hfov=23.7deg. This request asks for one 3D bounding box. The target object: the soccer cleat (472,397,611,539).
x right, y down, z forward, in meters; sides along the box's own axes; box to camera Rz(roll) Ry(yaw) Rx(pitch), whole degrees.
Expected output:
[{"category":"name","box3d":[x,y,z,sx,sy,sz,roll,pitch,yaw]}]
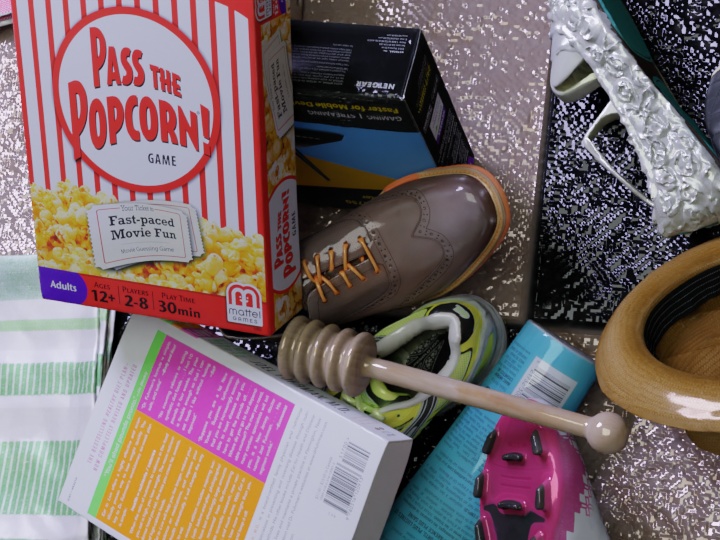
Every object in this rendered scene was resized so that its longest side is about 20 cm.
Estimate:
[{"category":"soccer cleat","box3d":[0.116,0.170,0.949,0.070,0.086,0.200,-15,77,53]}]

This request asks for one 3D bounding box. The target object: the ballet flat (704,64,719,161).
[{"category":"ballet flat","box3d":[0.231,-0.058,0.930,0.057,0.066,0.200,-48,26,31]}]

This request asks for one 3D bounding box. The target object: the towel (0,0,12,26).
[{"category":"towel","box3d":[-0.297,-0.254,1.205,0.146,0.030,0.200,-13,74,14]}]

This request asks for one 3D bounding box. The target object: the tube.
[{"category":"tube","box3d":[0.064,0.124,0.994,0.077,0.050,0.200,36,94,27]}]

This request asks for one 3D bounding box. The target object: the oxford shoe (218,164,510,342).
[{"category":"oxford shoe","box3d":[0.000,0.000,0.989,0.200,0.073,0.071,-29,90,37]}]

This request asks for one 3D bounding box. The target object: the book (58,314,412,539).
[{"category":"book","box3d":[-0.075,0.117,0.994,0.200,0.048,0.134,27,102,34]}]

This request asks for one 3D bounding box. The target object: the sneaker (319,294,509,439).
[{"category":"sneaker","box3d":[-0.003,0.083,1.007,0.200,0.076,0.075,-46,70,5]}]

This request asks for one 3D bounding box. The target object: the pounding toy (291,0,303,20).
[{"category":"pounding toy","box3d":[-0.116,-0.203,1.050,0.200,0.184,0.142,1,78,18]}]

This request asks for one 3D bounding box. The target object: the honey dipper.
[{"category":"honey dipper","box3d":[0.050,0.066,0.930,0.200,0.038,0.038,15,83,22]}]

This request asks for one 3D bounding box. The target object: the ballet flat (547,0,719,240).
[{"category":"ballet flat","box3d":[0.149,-0.103,1.002,0.072,0.072,0.200,-33,69,9]}]

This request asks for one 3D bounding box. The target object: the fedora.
[{"category":"fedora","box3d":[0.228,0.049,0.916,0.200,0.082,0.201,-14,29,8]}]

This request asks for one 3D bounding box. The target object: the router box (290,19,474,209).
[{"category":"router box","box3d":[-0.044,-0.092,1.018,0.200,0.149,0.051,7,67,20]}]

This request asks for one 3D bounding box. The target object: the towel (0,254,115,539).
[{"category":"towel","box3d":[-0.230,0.086,1.110,0.152,0.023,0.200,-4,77,18]}]

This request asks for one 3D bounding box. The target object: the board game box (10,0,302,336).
[{"category":"board game box","box3d":[-0.111,-0.073,0.947,0.151,0.046,0.200,7,114,23]}]
